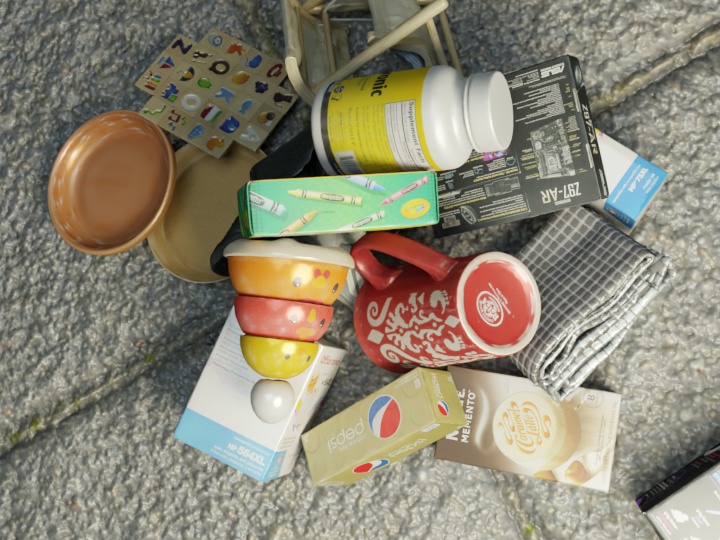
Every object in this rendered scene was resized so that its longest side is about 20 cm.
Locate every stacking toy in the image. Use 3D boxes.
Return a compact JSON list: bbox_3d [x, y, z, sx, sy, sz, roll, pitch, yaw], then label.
[{"bbox_3d":[-0.085,0.069,1.012,0.146,0.146,0.200,4,87,12],"label":"stacking toy"}]

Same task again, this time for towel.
[{"bbox_3d":[0.234,0.026,1.038,0.086,0.166,0.200,39,95,-28],"label":"towel"}]

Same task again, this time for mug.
[{"bbox_3d":[0.078,0.040,1.012,0.177,0.200,0.134,21,74,-25],"label":"mug"}]

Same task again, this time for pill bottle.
[{"bbox_3d":[0.057,-0.160,0.990,0.200,0.111,0.112,-2,83,25],"label":"pill bottle"}]

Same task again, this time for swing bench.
[{"bbox_3d":[0.010,-0.294,1.109,0.200,0.130,0.199,-17,47,10],"label":"swing bench"}]

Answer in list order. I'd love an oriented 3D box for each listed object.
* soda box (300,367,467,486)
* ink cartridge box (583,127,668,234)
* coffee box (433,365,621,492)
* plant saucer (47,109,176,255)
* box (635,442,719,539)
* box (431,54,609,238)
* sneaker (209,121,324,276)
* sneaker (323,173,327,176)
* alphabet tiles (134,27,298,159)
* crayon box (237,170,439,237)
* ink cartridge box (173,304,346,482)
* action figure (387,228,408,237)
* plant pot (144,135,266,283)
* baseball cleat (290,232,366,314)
[{"bbox_3d":[0.023,0.187,1.075,0.200,0.064,0.068,-34,59,31],"label":"soda box"},{"bbox_3d":[0.254,-0.130,1.083,0.200,0.116,0.067,36,92,13],"label":"ink cartridge box"},{"bbox_3d":[0.195,0.183,1.076,0.200,0.080,0.115,8,85,13],"label":"coffee box"},{"bbox_3d":[-0.328,-0.115,1.230,0.200,0.037,0.201,-5,76,22],"label":"plant saucer"},{"bbox_3d":[0.416,0.246,1.000,0.200,0.122,0.106,-37,77,6],"label":"box"},{"bbox_3d":[0.161,-0.134,1.027,0.200,0.044,0.161,-14,91,29],"label":"box"},{"bbox_3d":[-0.110,-0.084,1.108,0.200,0.060,0.104,-36,50,21],"label":"sneaker"},{"bbox_3d":[-0.055,-0.078,1.174,0.087,0.074,0.200,13,96,1],"label":"sneaker"},{"bbox_3d":[-0.192,-0.238,1.219,0.200,0.006,0.167,30,70,14],"label":"alphabet tiles"},{"bbox_3d":[-0.028,-0.070,0.992,0.200,0.119,0.058,-4,92,-12],"label":"crayon box"},{"bbox_3d":[-0.113,0.135,1.122,0.125,0.129,0.200,25,89,13],"label":"ink cartridge box"},{"bbox_3d":[0.048,-0.127,1.128,0.102,0.119,0.200,-25,67,46],"label":"action figure"},{"bbox_3d":[-0.191,-0.079,1.204,0.200,0.027,0.200,-5,76,19],"label":"plant pot"},{"bbox_3d":[0.000,0.000,1.119,0.200,0.070,0.107,30,102,-10],"label":"baseball cleat"}]
